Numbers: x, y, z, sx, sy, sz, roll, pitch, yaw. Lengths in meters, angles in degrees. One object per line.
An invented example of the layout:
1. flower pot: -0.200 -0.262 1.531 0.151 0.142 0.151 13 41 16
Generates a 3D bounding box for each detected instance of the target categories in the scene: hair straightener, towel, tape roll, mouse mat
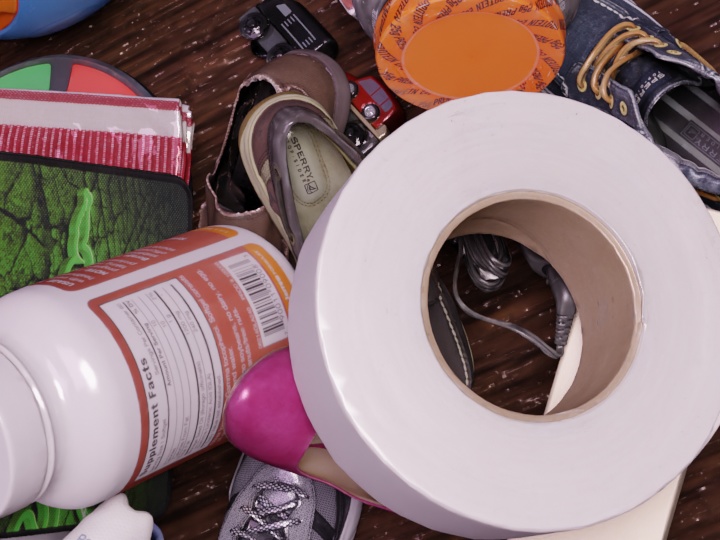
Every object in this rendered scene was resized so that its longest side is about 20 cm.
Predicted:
1. hair straightener: 0.068 -0.034 0.842 0.077 0.041 0.201 -20 56 9
2. towel: -0.174 -0.005 0.933 0.144 0.023 0.201 6 89 17
3. tape roll: 0.070 0.023 0.728 0.202 0.071 0.203 3 76 -13
4. mouse mat: -0.153 0.041 0.847 0.008 0.161 0.201 6 91 39

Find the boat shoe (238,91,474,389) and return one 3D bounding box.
1. boat shoe: 0.001 -0.001 0.835 0.072 0.066 0.201 -30 105 -2

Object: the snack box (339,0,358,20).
1. snack box: -0.036 -0.220 0.930 0.024 0.072 0.200 -37 71 12

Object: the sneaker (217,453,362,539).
1. sneaker: -0.055 0.156 0.845 0.075 0.114 0.201 12 86 15

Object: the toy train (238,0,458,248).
1. toy train: 0.001 -0.090 0.916 0.046 0.034 0.200 -40 69 -2

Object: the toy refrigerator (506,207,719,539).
1. toy refrigerator: 0.141 0.065 0.818 0.076 0.070 0.201 15 87 15

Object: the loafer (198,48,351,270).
1. loafer: -0.067 -0.030 0.893 0.073 0.071 0.201 18 102 29

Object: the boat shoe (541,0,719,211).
1. boat shoe: 0.145 -0.104 0.832 0.200 0.091 0.071 41 96 22

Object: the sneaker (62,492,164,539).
1. sneaker: -0.131 0.180 0.842 0.074 0.200 0.087 34 68 7

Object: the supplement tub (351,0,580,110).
1. supplement tub: 0.054 -0.190 0.836 0.122 0.123 0.201 -12 57 18

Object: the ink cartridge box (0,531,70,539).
1. ink cartridge box: -0.230 0.136 0.866 0.083 0.145 0.201 8 107 23

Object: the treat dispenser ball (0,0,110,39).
1. treat dispenser ball: -0.215 -0.238 0.931 0.200 0.201 0.202 -4 79 20

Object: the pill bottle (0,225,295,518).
1. pill bottle: -0.124 0.052 0.791 0.112 0.200 0.113 15 114 37

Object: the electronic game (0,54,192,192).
1. electronic game: -0.195 -0.036 0.973 0.199 0.042 0.201 -4 79 20

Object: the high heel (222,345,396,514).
1. high heel: 0.007 0.094 0.790 0.096 0.200 0.067 34 87 28
